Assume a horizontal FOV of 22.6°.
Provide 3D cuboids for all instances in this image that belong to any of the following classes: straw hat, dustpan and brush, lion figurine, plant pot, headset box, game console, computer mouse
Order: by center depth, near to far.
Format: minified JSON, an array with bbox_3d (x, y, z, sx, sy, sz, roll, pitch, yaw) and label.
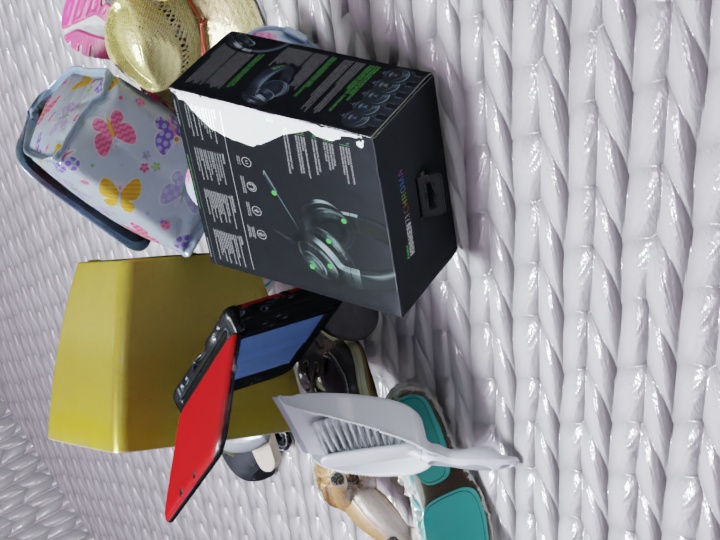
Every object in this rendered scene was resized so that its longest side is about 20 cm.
[{"bbox_3d":[-0.028,-0.075,1.387,0.199,0.093,0.175,15,135,30],"label":"headset box"},{"bbox_3d":[0.035,0.149,1.534,0.140,0.199,0.057,68,-161,-60],"label":"dustpan and brush"},{"bbox_3d":[-0.091,0.113,1.554,0.119,0.172,0.200,66,152,16],"label":"game console"},{"bbox_3d":[-0.182,-0.211,1.620,0.200,0.085,0.202,21,125,33],"label":"straw hat"},{"bbox_3d":[-0.187,0.073,1.759,0.200,0.199,0.177,-3,92,61],"label":"plant pot"},{"bbox_3d":[0.021,0.246,1.808,0.200,0.072,0.123,53,166,15],"label":"lion figurine"},{"bbox_3d":[-0.143,0.199,2.192,0.139,0.053,0.200,55,159,21],"label":"computer mouse"}]

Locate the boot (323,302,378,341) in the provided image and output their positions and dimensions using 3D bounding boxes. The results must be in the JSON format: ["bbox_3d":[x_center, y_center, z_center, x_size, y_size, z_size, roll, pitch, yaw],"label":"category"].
[{"bbox_3d":[0.000,0.000,1.555,0.132,0.070,0.201,32,148,47],"label":"boot"}]

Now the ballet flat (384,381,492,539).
[{"bbox_3d":[0.070,0.191,1.629,0.072,0.071,0.201,3,112,68],"label":"ballet flat"}]

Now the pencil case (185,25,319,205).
[{"bbox_3d":[-0.090,-0.122,1.552,0.083,0.091,0.200,38,146,7],"label":"pencil case"}]

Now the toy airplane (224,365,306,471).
[{"bbox_3d":[-0.147,0.105,1.949,0.200,0.141,0.199,54,158,25],"label":"toy airplane"}]

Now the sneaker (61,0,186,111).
[{"bbox_3d":[-0.191,-0.220,1.752,0.200,0.088,0.082,36,122,18],"label":"sneaker"}]

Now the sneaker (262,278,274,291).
[{"bbox_3d":[-0.139,-0.073,1.828,0.200,0.075,0.087,54,150,9],"label":"sneaker"}]

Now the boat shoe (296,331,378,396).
[{"bbox_3d":[-0.026,0.096,1.674,0.200,0.065,0.074,-126,22,-73],"label":"boat shoe"}]

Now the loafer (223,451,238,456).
[{"bbox_3d":[-0.173,0.131,2.092,0.070,0.075,0.201,104,153,-53],"label":"loafer"}]

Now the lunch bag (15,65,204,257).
[{"bbox_3d":[-0.228,-0.103,1.711,0.169,0.127,0.200,36,175,-24],"label":"lunch bag"}]
